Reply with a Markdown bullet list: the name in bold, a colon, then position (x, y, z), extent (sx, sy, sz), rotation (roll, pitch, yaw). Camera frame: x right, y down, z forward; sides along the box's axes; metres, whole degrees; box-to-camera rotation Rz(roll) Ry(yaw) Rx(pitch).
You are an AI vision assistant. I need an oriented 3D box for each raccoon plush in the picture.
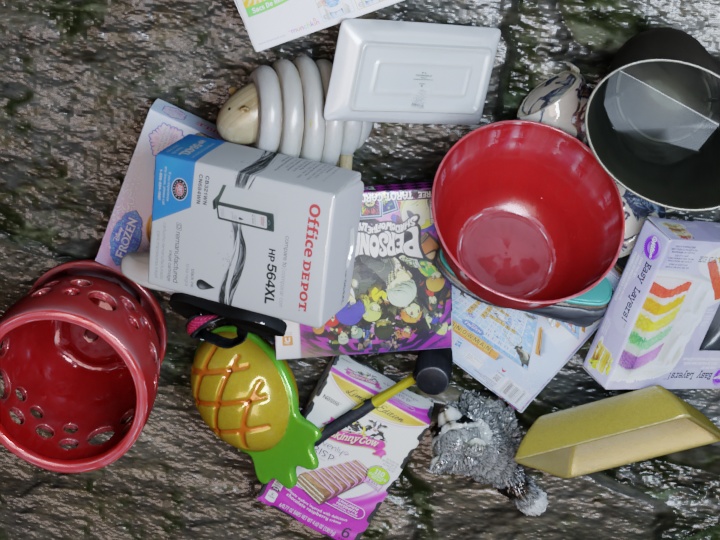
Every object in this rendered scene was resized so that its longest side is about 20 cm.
- **raccoon plush**: position (0.155, 0.224, 1.691), extent (0.199, 0.134, 0.097), rotation (40, 111, -9)

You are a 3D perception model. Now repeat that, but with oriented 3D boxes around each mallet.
- **mallet**: position (0.024, 0.139, 1.669), extent (0.199, 0.066, 0.041), rotation (-31, 112, 31)

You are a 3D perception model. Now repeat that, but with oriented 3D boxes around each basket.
- **basket**: position (0.305, -0.164, 1.475), extent (0.179, 0.200, 0.137), rotation (26, 113, -5)

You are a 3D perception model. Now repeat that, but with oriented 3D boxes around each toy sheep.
- **toy sheep**: position (-0.055, -0.160, 1.567), extent (0.197, 0.138, 0.140), rotation (-4, 115, -19)

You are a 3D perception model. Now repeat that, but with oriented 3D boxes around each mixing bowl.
- **mixing bowl**: position (0.158, -0.039, 1.508), extent (0.198, 0.202, 0.109), rotation (19, 154, -1)

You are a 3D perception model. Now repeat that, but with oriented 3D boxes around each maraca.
- **maraca**: position (-0.121, 0.156, 1.703), extent (0.137, 0.107, 0.201), rotation (-43, 79, 37)

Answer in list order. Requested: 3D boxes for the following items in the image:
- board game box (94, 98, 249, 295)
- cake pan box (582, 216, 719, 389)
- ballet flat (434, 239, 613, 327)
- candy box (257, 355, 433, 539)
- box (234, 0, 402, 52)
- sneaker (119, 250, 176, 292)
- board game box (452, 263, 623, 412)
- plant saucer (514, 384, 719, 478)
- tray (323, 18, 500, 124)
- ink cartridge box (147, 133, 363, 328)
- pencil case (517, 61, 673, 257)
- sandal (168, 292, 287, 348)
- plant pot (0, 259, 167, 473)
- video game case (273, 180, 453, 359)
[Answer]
- **board game box**: position (-0.175, -0.061, 1.668), extent (0.197, 0.041, 0.202), rotation (23, 114, -2)
- **cake pan box**: position (0.352, 0.040, 1.586), extent (0.198, 0.052, 0.186), rotation (4, 120, -35)
- **ballet flat**: position (0.170, 0.020, 1.581), extent (0.197, 0.073, 0.074), rotation (13, 114, -4)
- **candy box**: position (-0.018, 0.214, 1.751), extent (0.135, 0.061, 0.201), rotation (28, 113, -4)
- **box**: position (-0.028, -0.312, 1.506), extent (0.198, 0.113, 0.102), rotation (-17, 110, 15)
- **sneaker**: position (-0.165, -0.020, 1.630), extent (0.197, 0.071, 0.081), rotation (0, 109, -2)
- **board game box**: position (0.165, 0.025, 1.650), extent (0.199, 0.041, 0.200), rotation (37, 113, -8)
- **plant saucer**: position (0.286, 0.177, 1.643), extent (0.198, 0.200, 0.049), rotation (-17, 70, 21)
- **tray**: position (0.059, -0.200, 1.527), extent (0.198, 0.022, 0.109), rotation (-2, 117, -32)
- **ink cartridge box**: position (-0.108, -0.042, 1.511), extent (0.197, 0.084, 0.148), rotation (13, 112, 17)
- **pencil case**: position (0.247, -0.117, 1.569), extent (0.089, 0.078, 0.201), rotation (-38, 104, -12)
- **sandal**: position (-0.153, 0.060, 1.609), extent (0.075, 0.199, 0.046), rotation (23, 82, -35)
- **plant pot**: position (-0.315, 0.099, 1.677), extent (0.197, 0.183, 0.203), rotation (3, 112, 7)
- **video game case**: position (0.000, 0.000, 1.592), extent (0.197, 0.036, 0.184), rotation (-3, 108, -4)
